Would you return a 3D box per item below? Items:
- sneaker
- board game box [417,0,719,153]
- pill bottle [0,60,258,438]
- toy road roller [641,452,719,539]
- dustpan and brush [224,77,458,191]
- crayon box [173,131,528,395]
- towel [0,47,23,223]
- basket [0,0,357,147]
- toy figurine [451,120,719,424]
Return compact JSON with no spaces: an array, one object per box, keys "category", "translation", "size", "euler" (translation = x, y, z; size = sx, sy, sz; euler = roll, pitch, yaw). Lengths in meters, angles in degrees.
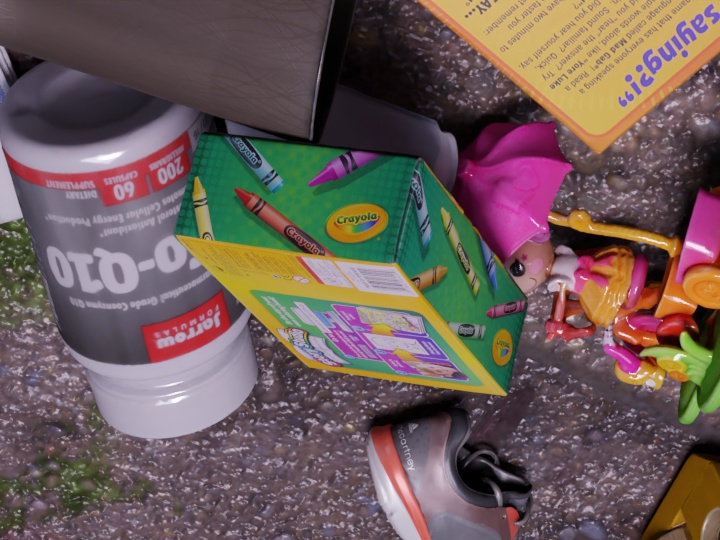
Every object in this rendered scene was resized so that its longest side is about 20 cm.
[{"category":"sneaker","translation":[0.076,0.165,1.539],"size":[0.081,0.077,0.201],"euler":[-24,124,8]},{"category":"board game box","translation":[0.106,-0.224,1.174],"size":[0.199,0.201,0.200],"euler":[37,117,-25]},{"category":"pill bottle","translation":[-0.120,-0.014,1.376],"size":[0.113,0.114,0.201],"euler":[-9,126,5]},{"category":"toy road roller","translation":[0.270,0.164,1.514],"size":[0.145,0.123,0.201],"euler":[13,125,-24]},{"category":"dustpan and brush","translation":[-0.013,-0.036,1.393],"size":[0.139,0.057,0.201],"euler":[22,132,17]},{"category":"crayon box","translation":[0.000,0.000,1.280],"size":[0.118,0.059,0.200],"euler":[8,162,22]},{"category":"towel","translation":[-0.274,-0.071,1.387],"size":[0.198,0.024,0.148],"euler":[-14,128,11]},{"category":"basket","translation":[-0.102,-0.156,1.252],"size":[0.198,0.181,0.137],"euler":[11,135,2]},{"category":"toy figurine","translation":[0.126,-0.010,1.401],"size":[0.183,0.151,0.200],"euler":[19,150,2]}]
